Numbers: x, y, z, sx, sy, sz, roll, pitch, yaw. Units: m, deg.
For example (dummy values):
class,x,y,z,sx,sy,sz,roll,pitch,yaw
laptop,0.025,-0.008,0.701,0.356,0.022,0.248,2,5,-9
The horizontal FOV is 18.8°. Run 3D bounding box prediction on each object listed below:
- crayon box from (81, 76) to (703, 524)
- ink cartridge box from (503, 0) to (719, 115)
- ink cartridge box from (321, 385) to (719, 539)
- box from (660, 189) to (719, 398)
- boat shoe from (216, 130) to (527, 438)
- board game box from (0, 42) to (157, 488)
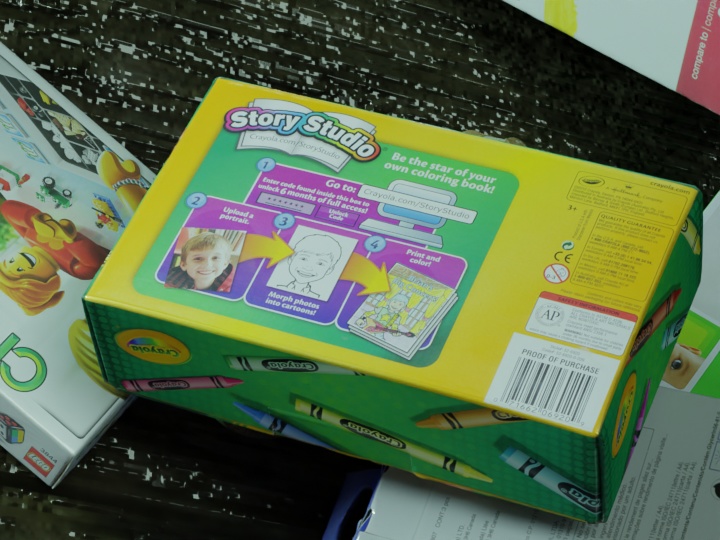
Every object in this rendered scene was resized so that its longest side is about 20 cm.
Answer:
class,x,y,z,sx,sy,sz,roll,pitch,yaw
crayon box,0.014,0.007,0.803,0.200,0.058,0.119,14,53,18
ink cartridge box,0.150,-0.164,1.023,0.200,0.084,0.145,31,44,27
ink cartridge box,0.073,0.109,0.811,0.200,0.076,0.137,12,63,21
box,0.208,0.051,0.936,0.176,0.097,0.200,30,48,16
boat shoe,0.000,0.000,0.910,0.076,0.072,0.200,34,48,31
board game box,-0.155,-0.025,0.853,0.200,0.035,0.126,40,51,-1
